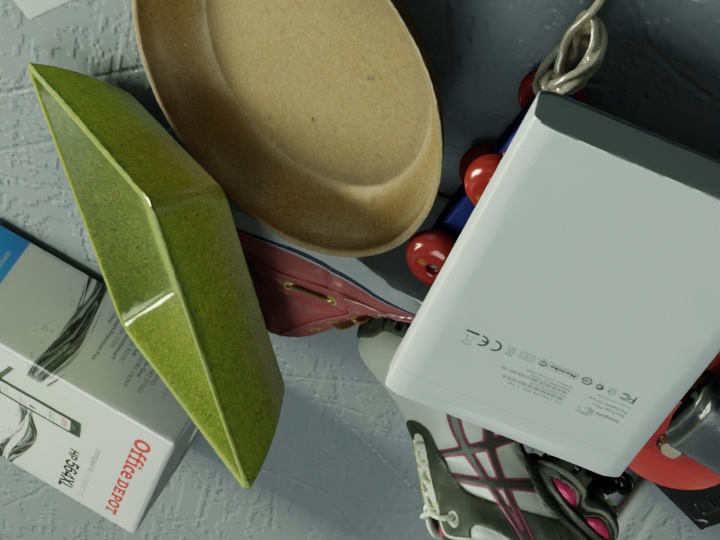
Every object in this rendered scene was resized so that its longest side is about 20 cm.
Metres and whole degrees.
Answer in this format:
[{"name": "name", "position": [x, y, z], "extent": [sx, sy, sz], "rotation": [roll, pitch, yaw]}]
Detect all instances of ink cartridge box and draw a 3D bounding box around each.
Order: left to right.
[{"name": "ink cartridge box", "position": [-0.206, 0.073, 1.152], "extent": [0.200, 0.084, 0.146], "rotation": [30, 143, 1]}]

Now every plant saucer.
[{"name": "plant saucer", "position": [-0.107, -0.008, 0.955], "extent": [0.200, 0.048, 0.201], "rotation": [44, 154, 50]}, {"name": "plant saucer", "position": [-0.030, -0.101, 0.849], "extent": [0.200, 0.035, 0.201], "rotation": [27, 138, 28]}]

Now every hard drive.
[{"name": "hard drive", "position": [0.105, 0.014, 0.796], "extent": [0.131, 0.027, 0.200], "rotation": [22, 137, -4]}]

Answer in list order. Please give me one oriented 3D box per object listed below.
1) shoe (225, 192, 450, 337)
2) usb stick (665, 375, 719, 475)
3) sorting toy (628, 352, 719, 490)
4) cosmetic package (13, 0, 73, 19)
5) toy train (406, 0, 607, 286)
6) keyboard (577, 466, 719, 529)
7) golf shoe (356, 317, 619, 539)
[{"name": "shoe", "position": [0.000, 0.000, 0.951], "extent": [0.199, 0.072, 0.091], "rotation": [22, 144, 19]}, {"name": "usb stick", "position": [0.241, 0.115, 0.821], "extent": [0.200, 0.033, 0.056], "rotation": [31, 138, -3]}, {"name": "sorting toy", "position": [0.229, 0.066, 0.856], "extent": [0.199, 0.070, 0.199], "rotation": [27, 139, 2]}, {"name": "cosmetic package", "position": [-0.086, -0.196, 0.748], "extent": [0.200, 0.108, 0.085], "rotation": [-16, 123, 41]}, {"name": "toy train", "position": [0.114, -0.040, 0.809], "extent": [0.116, 0.085, 0.200], "rotation": [35, 142, -3]}, {"name": "keyboard", "position": [0.150, 0.081, 0.981], "extent": [0.200, 0.021, 0.127], "rotation": [46, 135, -18]}, {"name": "golf shoe", "position": [0.061, 0.111, 0.994], "extent": [0.200, 0.088, 0.077], "rotation": [45, 168, -2]}]
